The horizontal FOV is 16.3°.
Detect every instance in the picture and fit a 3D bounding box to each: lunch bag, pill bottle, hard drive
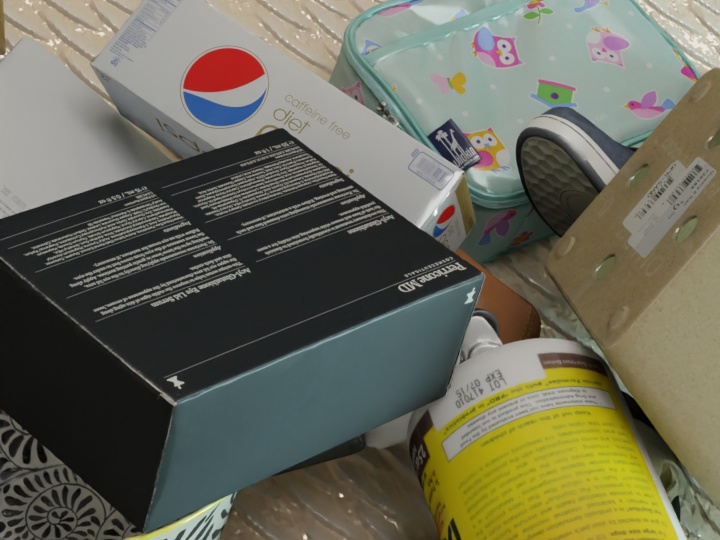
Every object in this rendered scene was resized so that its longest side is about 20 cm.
[{"bbox_3d":[0.084,-0.100,1.432,0.200,0.077,0.160,-23,66,-31],"label":"lunch bag"},{"bbox_3d":[0.100,0.139,1.190,0.109,0.109,0.200,-4,52,-22],"label":"pill bottle"},{"bbox_3d":[-0.156,-0.034,1.263,0.132,0.025,0.200,41,26,-8],"label":"hard drive"}]

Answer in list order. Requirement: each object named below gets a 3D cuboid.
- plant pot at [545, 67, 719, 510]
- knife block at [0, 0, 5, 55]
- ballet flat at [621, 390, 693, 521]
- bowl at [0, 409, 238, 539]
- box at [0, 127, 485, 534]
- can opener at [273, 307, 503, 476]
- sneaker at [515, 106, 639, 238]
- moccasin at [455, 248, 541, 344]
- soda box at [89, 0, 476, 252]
[{"bbox_3d":[0.209,0.016,1.242,0.177,0.200,0.200,38,9,-19],"label":"plant pot"},{"bbox_3d":[-0.223,-0.205,1.311,0.064,0.176,0.200,-4,44,-10],"label":"knife block"},{"bbox_3d":[0.139,0.132,1.292,0.068,0.068,0.200,13,53,-13],"label":"ballet flat"},{"bbox_3d":[-0.145,0.118,1.165,0.200,0.094,0.201,0,25,0],"label":"bowl"},{"bbox_3d":[-0.064,0.021,1.144,0.141,0.079,0.200,35,37,31],"label":"box"},{"bbox_3d":[-0.019,0.070,1.266,0.200,0.066,0.053,-16,95,-9],"label":"can opener"},{"bbox_3d":[0.174,-0.062,1.365,0.202,0.077,0.146,45,71,-39],"label":"sneaker"},{"bbox_3d":[-0.001,0.001,1.339,0.201,0.074,0.078,41,44,-1],"label":"moccasin"},{"bbox_3d":[-0.038,-0.066,1.289,0.200,0.068,0.064,35,78,19],"label":"soda box"}]
